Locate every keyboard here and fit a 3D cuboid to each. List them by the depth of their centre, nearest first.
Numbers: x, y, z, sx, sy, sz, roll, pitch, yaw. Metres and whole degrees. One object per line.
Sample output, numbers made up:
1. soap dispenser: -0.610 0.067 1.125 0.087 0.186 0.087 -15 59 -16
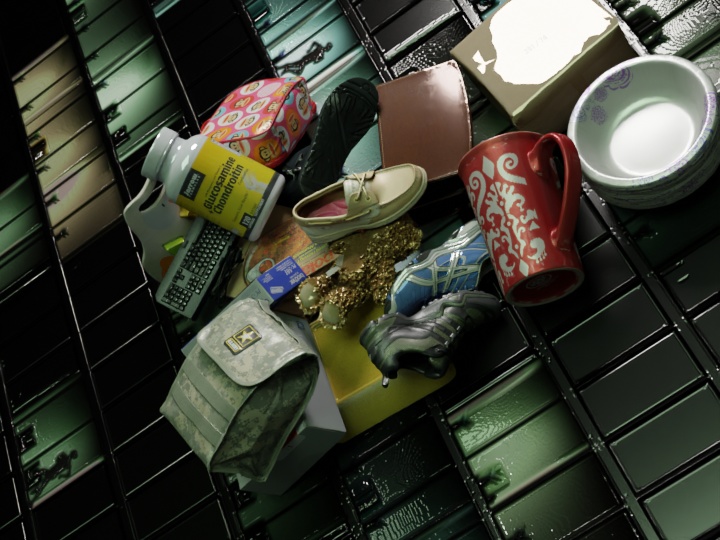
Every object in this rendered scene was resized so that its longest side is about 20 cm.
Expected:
1. keyboard: -0.231 -0.023 1.878 0.104 0.040 0.201 26 82 6

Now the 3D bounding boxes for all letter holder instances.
1. letter holder: 0.110 -0.187 1.776 0.142 0.101 0.201 -18 57 20

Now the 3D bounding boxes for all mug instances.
1. mug: 0.217 -0.074 1.600 0.133 0.178 0.201 -9 64 -7

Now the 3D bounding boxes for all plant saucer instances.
1. plant saucer: 0.011 0.108 1.707 0.200 0.048 0.200 -31 52 14

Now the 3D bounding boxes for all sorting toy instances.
1. sorting toy: -0.296 -0.101 1.926 0.106 0.180 0.201 7 69 34

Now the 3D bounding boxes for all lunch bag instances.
1. lunch bag: -0.153 0.148 1.602 0.164 0.117 0.201 38 102 48
2. lunch bag: -0.178 -0.230 1.949 0.175 0.082 0.200 -5 36 28

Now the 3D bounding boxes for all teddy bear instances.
1. teddy bear: 0.000 0.000 1.706 0.145 0.067 0.200 10 59 40

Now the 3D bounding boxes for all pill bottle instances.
1. pill bottle: -0.222 -0.134 1.832 0.199 0.112 0.112 26 76 -5

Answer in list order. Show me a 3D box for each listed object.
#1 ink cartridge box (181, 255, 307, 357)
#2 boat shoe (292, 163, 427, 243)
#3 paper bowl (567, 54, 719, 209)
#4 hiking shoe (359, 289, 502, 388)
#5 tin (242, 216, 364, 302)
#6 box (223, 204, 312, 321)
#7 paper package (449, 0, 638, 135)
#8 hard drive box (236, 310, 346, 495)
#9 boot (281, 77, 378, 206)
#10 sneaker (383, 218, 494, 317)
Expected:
1. ink cartridge box: -0.169 0.063 1.765 0.044 0.094 0.200 50 127 2
2. boat shoe: -0.004 -0.098 1.687 0.199 0.069 0.074 -25 53 22
3. paper bowl: 0.380 -0.172 1.597 0.200 0.104 0.201 -14 59 25
4. hiking shoe: 0.104 0.095 1.616 0.199 0.076 0.101 -18 63 -13
5. tin: -0.085 -0.027 1.819 0.200 0.042 0.112 -30 50 13
6. box: -0.123 -0.018 1.876 0.199 0.021 0.164 15 74 35
7. paper package: 0.262 -0.305 1.745 0.200 0.103 0.191 -41 51 7
8. hard drive box: -0.118 0.183 1.697 0.156 0.077 0.200 -46 47 28
9. boot: -0.053 -0.191 1.840 0.201 0.076 0.168 -66 14 -4
10. sneaker: 0.117 0.010 1.659 0.200 0.076 0.077 -38 66 -11
